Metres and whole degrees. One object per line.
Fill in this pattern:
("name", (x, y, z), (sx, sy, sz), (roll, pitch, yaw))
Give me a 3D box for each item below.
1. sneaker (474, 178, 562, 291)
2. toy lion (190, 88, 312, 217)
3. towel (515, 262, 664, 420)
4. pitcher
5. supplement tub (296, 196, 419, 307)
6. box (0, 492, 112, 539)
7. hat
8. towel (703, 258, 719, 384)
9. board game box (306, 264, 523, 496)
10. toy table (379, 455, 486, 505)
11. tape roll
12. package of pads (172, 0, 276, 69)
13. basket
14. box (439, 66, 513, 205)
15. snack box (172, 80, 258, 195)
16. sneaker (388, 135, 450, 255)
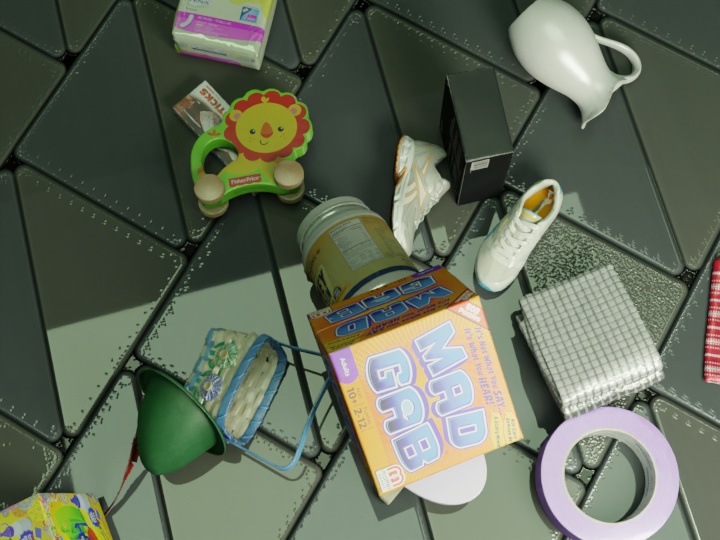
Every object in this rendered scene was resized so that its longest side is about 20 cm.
("sneaker", (0.242, -0.059, 1.736), (0.076, 0.081, 0.200), (32, 79, 7))
("toy lion", (-0.171, -0.195, 1.769), (0.199, 0.069, 0.192), (-11, 67, -3))
("towel", (0.336, 0.107, 1.664), (0.165, 0.086, 0.200), (-23, 51, 3))
("pitcher", (0.348, -0.354, 1.808), (0.200, 0.121, 0.171), (48, 60, 2))
("supplement tub", (0.000, 0.000, 1.651), (0.144, 0.145, 0.200), (-28, 52, -7))
("box", (-0.420, 0.424, 1.545), (0.122, 0.193, 0.201), (-26, 76, 5))
("hat", (-0.306, 0.267, 1.595), (0.165, 0.200, 0.176), (21, 55, 36))
("towel", (0.606, 0.083, 1.722), (0.144, 0.022, 0.201), (9, 75, 4))
("board game box", (0.065, 0.135, 1.466), (0.199, 0.200, 0.201), (-21, 104, -6))
("toy table", (0.092, 0.259, 1.632), (0.184, 0.117, 0.200), (-37, 78, -9))
("tape roll", (0.359, 0.303, 1.642), (0.199, 0.066, 0.201), (0, 74, 0))
("package of pads", (-0.220, -0.444, 1.857), (0.154, 0.068, 0.201), (12, 74, 3))
("basket", (-0.154, 0.182, 1.644), (0.199, 0.139, 0.177), (18, 74, 16))
("box", (0.174, -0.202, 1.714), (0.079, 0.200, 0.142), (-13, 76, -2))
("snack box", (-0.212, -0.214, 1.814), (0.072, 0.024, 0.200), (-41, 78, -11))
("sneaker", (0.094, -0.115, 1.760), (0.092, 0.076, 0.201), (7, 76, -2))
